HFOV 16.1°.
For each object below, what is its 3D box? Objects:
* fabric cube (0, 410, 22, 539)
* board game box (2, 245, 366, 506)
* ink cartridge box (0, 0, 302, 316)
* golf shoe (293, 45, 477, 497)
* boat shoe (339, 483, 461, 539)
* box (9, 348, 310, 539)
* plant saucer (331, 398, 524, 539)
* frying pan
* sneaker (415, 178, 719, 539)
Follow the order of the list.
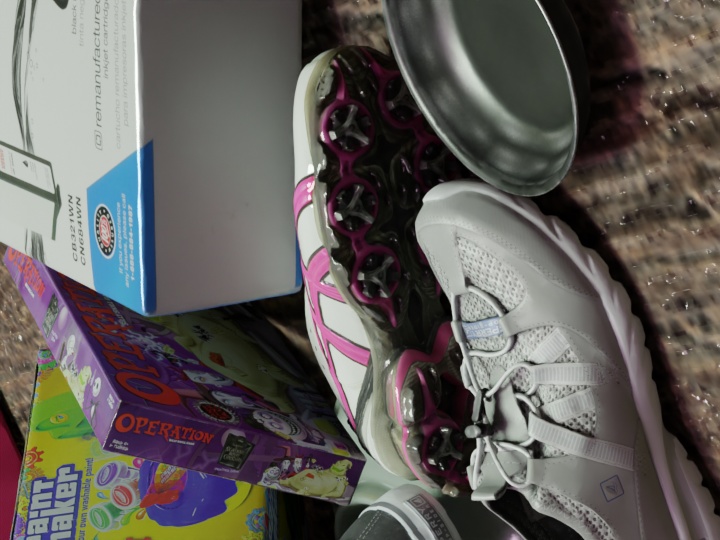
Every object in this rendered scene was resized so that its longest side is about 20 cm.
[{"bbox_3d":[-0.336,0.154,1.653,0.196,0.200,0.200,1,116,60],"label":"fabric cube"},{"bbox_3d":[-0.084,0.038,1.149,0.200,0.120,0.032,50,125,59],"label":"board game box"},{"bbox_3d":[-0.111,-0.076,1.123,0.200,0.084,0.146,21,117,53],"label":"ink cartridge box"},{"bbox_3d":[0.000,0.000,1.062,0.092,0.073,0.200,16,126,50],"label":"golf shoe"},{"bbox_3d":[-0.003,0.162,1.134,0.070,0.066,0.200,52,156,14],"label":"boat shoe"},{"bbox_3d":[-0.090,0.166,1.233,0.200,0.122,0.193,-91,-7,-53],"label":"box"},{"bbox_3d":[0.039,0.137,1.172,0.200,0.050,0.200,41,148,32],"label":"plant saucer"},{"bbox_3d":[0.025,-0.103,0.973,0.190,0.031,0.115,42,148,36],"label":"frying pan"},{"bbox_3d":[0.073,0.058,0.999,0.200,0.082,0.075,61,153,-4],"label":"sneaker"}]
